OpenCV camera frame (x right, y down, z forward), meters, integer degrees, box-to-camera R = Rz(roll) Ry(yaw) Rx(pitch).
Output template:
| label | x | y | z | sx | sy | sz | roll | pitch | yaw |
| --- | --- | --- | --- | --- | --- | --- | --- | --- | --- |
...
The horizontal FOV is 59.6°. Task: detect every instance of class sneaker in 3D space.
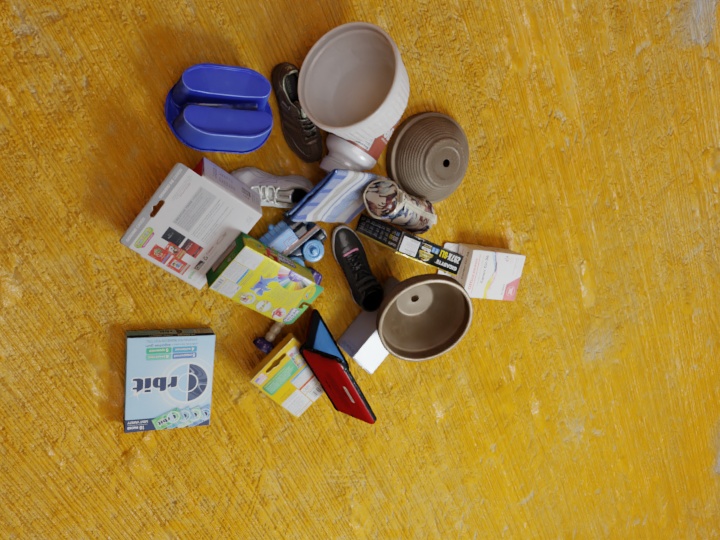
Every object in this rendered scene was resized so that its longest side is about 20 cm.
| label | x | y | z | sx | sy | sz | roll | pitch | yaw |
| --- | --- | --- | --- | --- | --- | --- | --- | --- | --- |
| sneaker | -0.174 | -0.157 | 1.221 | 0.198 | 0.087 | 0.075 | -3 | 109 | -23 |
| sneaker | -0.118 | -0.297 | 1.209 | 0.070 | 0.075 | 0.201 | -29 | 115 | -14 |
| sneaker | 0.000 | 0.000 | 1.345 | 0.070 | 0.099 | 0.202 | -25 | 114 | -14 |

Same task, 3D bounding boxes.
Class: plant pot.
| label | x | y | z | sx | sy | sz | roll | pitch | yaw |
| --- | --- | --- | --- | --- | --- | --- | --- | --- | --- |
| plant pot | 0.162 | -0.235 | 1.351 | 0.199 | 0.093 | 0.203 | -8 | 110 | -22 |
| plant pot | 0.122 | 0.081 | 1.295 | 0.199 | 0.093 | 0.203 | -7 | 123 | -11 |

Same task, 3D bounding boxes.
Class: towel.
| label | x | y | z | sx | sy | sz | roll | pitch | yaw |
| --- | --- | --- | --- | --- | --- | --- | --- | --- | --- |
| towel | -0.036 | -0.142 | 1.236 | 0.147 | 0.024 | 0.199 | -40 | 161 | 27 |

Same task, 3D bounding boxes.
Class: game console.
| label | x | y | z | sx | sy | sz | roll | pitch | yaw |
| --- | --- | --- | --- | --- | --- | --- | --- | --- | --- |
| game console | -0.035 | 0.200 | 1.320 | 0.119 | 0.171 | 0.201 | -49 | 130 | -29 |

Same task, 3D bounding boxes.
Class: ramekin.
| label | x | y | z | sx | sy | sz | roll | pitch | yaw |
| --- | --- | --- | --- | --- | --- | --- | --- | --- | --- |
| ramekin | -0.004 | -0.334 | 1.145 | 0.202 | 0.199 | 0.105 | -62 | 154 | 3 |

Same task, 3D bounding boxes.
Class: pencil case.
| label | x | y | z | sx | sy | sz | roll | pitch | yaw |
| --- | --- | --- | --- | --- | --- | --- | --- | --- | --- |
| pencil case | 0.087 | -0.127 | 1.286 | 0.199 | 0.089 | 0.079 | 13 | 96 | -60 |

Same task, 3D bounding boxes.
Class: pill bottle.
| label | x | y | z | sx | sy | sz | roll | pitch | yaw |
| --- | --- | --- | --- | --- | --- | --- | --- | --- | --- |
| pill bottle | 0.001 | -0.274 | 1.252 | 0.112 | 0.112 | 0.201 | 27 | 94 | -29 |

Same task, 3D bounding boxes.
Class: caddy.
| label | x | y | z | sx | sy | sz | roll | pitch | yaw |
| --- | --- | --- | --- | --- | --- | --- | --- | --- | --- |
| caddy | -0.249 | -0.288 | 1.137 | 0.198 | 0.105 | 0.143 | 0 | 84 | -24 |

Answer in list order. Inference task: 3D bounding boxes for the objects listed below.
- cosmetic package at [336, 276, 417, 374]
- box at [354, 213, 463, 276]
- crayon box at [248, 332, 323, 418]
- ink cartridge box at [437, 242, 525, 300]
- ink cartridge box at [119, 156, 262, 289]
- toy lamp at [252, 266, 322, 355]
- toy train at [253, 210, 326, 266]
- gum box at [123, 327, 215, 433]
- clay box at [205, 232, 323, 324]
| label | x | y | z | sx | sy | sz | roll | pitch | yaw |
| --- | --- | --- | --- | --- | --- | --- | --- | --- | --- |
| cosmetic package | 0.047 | 0.120 | 1.404 | 0.200 | 0.102 | 0.074 | -49 | 118 | -5 |
| box | 0.098 | -0.056 | 1.315 | 0.158 | 0.200 | 0.050 | 18 | 97 | -29 |
| crayon box | -0.149 | 0.219 | 1.338 | 0.126 | 0.052 | 0.200 | -44 | 138 | -7 |
| ink cartridge box | 0.285 | 0.003 | 1.496 | 0.198 | 0.067 | 0.118 | 5 | 104 | -26 |
| ink cartridge box | -0.307 | -0.095 | 1.144 | 0.175 | 0.084 | 0.200 | 34 | 111 | -29 |
| toy lamp | -0.149 | 0.083 | 1.325 | 0.058 | 0.058 | 0.201 | 33 | 90 | -29 |
| toy train | -0.162 | -0.036 | 1.268 | 0.200 | 0.087 | 0.115 | -41 | 112 | -8 |
| gum box | -0.385 | 0.219 | 1.264 | 0.168 | 0.044 | 0.202 | 0 | 105 | -25 |
| clay box | -0.177 | 0.021 | 1.190 | 0.115 | 0.048 | 0.199 | -45 | 131 | 17 |
